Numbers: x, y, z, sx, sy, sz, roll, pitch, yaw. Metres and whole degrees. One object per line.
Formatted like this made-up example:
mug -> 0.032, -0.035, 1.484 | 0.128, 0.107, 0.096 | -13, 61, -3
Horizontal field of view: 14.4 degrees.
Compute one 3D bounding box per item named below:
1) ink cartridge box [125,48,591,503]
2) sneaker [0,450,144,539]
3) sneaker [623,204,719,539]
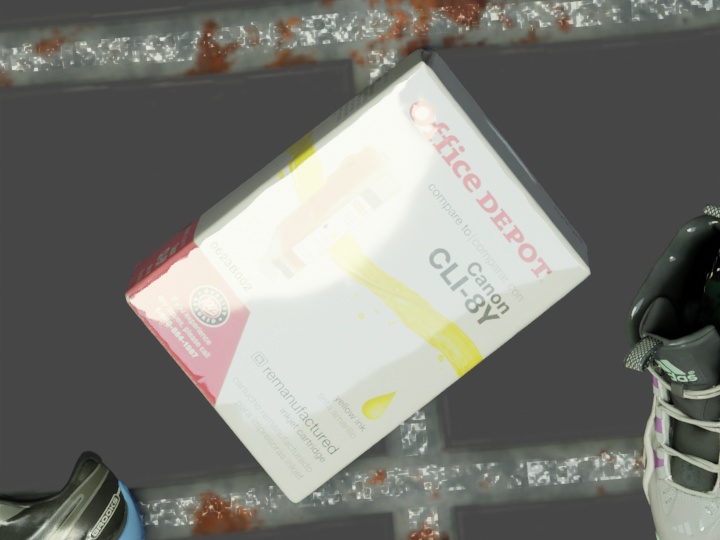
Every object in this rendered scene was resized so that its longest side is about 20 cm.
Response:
ink cartridge box -> 0.000, 0.000, 1.486 | 0.200, 0.083, 0.145 | -38, 97, 7
sneaker -> -0.217, 0.150, 1.527 | 0.199, 0.071, 0.083 | -19, 94, -1
sneaker -> 0.167, 0.058, 1.460 | 0.078, 0.140, 0.200 | 10, 95, 27
